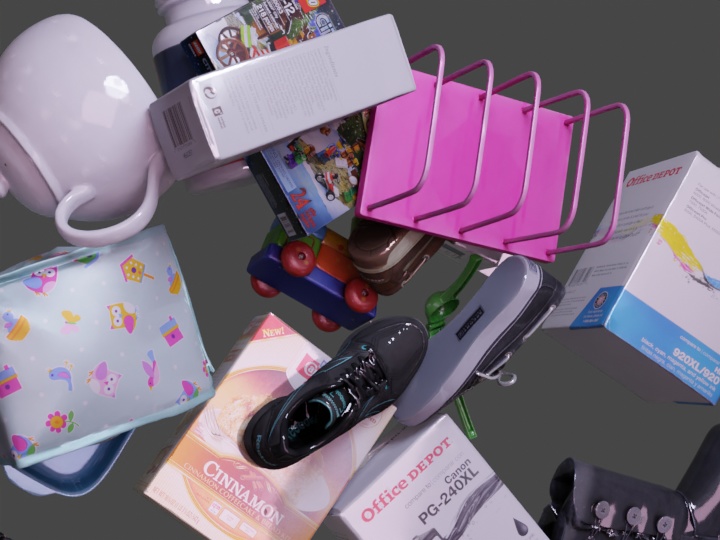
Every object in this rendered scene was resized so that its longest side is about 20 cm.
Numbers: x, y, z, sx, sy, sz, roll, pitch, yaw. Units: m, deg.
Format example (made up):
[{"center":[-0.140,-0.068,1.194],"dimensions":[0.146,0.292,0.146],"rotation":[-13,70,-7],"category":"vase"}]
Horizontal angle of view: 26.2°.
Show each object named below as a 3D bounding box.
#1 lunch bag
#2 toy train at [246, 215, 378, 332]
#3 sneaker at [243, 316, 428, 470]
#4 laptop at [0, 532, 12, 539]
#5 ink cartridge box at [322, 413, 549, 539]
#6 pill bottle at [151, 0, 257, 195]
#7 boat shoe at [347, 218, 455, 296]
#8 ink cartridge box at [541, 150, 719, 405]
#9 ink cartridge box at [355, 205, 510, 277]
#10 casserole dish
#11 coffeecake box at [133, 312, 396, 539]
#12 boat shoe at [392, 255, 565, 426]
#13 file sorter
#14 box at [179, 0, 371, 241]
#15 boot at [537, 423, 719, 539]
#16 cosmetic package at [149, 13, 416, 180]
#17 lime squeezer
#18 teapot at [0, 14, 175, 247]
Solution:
[{"center":[-0.233,0.062,1.327],"dimensions":[0.199,0.122,0.171],"rotation":[-18,92,-25],"category":"lunch bag"},{"center":[0.000,0.000,1.475],"dimensions":[0.199,0.085,0.116],"rotation":[30,61,-18],"category":"toy train"},{"center":[-0.011,0.112,1.380],"dimensions":[0.200,0.079,0.076],"rotation":[-39,97,-18],"category":"sneaker"},{"center":[-0.360,0.312,1.372],"dimensions":[0.199,0.103,0.178],"rotation":[30,76,13],"category":"laptop"},{"center":[0.077,0.253,1.469],"dimensions":[0.145,0.083,0.200],"rotation":[-42,99,-15],"category":"ink cartridge box"},{"center":[-0.126,-0.179,1.420],"dimensions":[0.119,0.120,0.201],"rotation":[-14,90,-17],"category":"pill bottle"},{"center":[0.066,-0.059,1.436],"dimensions":[0.202,0.075,0.075],"rotation":[-45,134,-21],"category":"boat shoe"},{"center":[0.307,0.010,1.523],"dimensions":[0.144,0.147,0.201],"rotation":[34,78,-12],"category":"ink cartridge box"},{"center":[0.097,-0.077,1.507],"dimensions":[0.199,0.067,0.118],"rotation":[28,78,-13],"category":"ink cartridge box"},{"center":[-0.256,0.109,1.403],"dimensions":[0.121,0.039,0.201],"rotation":[32,77,-12],"category":"casserole dish"},{"center":[-0.088,0.165,1.431],"dimensions":[0.153,0.073,0.200],"rotation":[37,76,-10],"category":"coffeecake box"},{"center":[0.110,0.075,1.431],"dimensions":[0.068,0.074,0.200],"rotation":[30,105,-29],"category":"boat shoe"},{"center":[0.119,-0.100,1.343],"dimensions":[0.199,0.125,0.140],"rotation":[13,80,-23],"category":"file sorter"},{"center":[-0.052,-0.146,1.366],"dimensions":[0.136,0.038,0.201],"rotation":[-34,100,-28],"category":"box"},{"center":[0.284,0.215,1.540],"dimensions":[0.199,0.066,0.166],"rotation":[14,83,-18],"category":"boot"},{"center":[-0.064,-0.143,1.280],"dimensions":[0.199,0.102,0.074],"rotation":[-21,94,-27],"category":"cosmetic package"},{"center":[0.093,0.064,1.501],"dimensions":[0.038,0.070,0.201],"rotation":[-29,128,-45],"category":"lime squeezer"},{"center":[-0.258,-0.111,1.337],"dimensions":[0.146,0.200,0.198],"rotation":[-39,98,-19],"category":"teapot"}]
